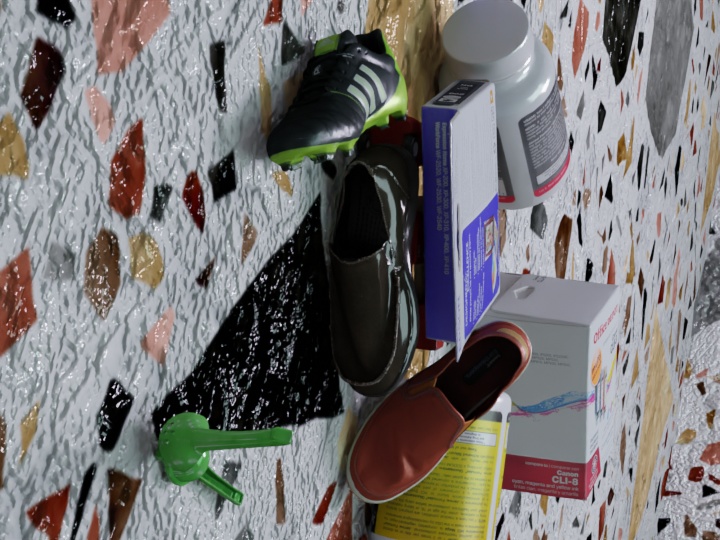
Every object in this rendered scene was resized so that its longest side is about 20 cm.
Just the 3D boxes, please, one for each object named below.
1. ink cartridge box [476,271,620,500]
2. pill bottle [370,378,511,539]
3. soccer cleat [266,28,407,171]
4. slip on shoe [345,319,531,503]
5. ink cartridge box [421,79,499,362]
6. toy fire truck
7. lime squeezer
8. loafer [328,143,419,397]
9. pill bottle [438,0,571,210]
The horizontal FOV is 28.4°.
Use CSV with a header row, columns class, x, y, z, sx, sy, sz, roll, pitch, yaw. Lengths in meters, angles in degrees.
class,x,y,z,sx,sy,sz,roll,pitch,yaw
ink cartridge box,0.195,0.119,1.540,0.145,0.144,0.201,-39,131,-61
pill bottle,0.069,0.202,1.277,0.112,0.112,0.201,20,77,-69
soccer cleat,-0.022,-0.126,1.028,0.200,0.067,0.081,-42,116,-62
slip on shoe,0.064,0.118,1.197,0.200,0.074,0.061,-42,178,0
ink cartridge box,0.080,-0.048,1.193,0.200,0.043,0.199,-47,137,-69
toy fire truck,0.038,-0.030,1.217,0.141,0.048,0.201,-4,98,-70
lime squeezer,-0.094,0.114,0.897,0.200,0.070,0.038,122,-33,-66
loafer,0.000,0.000,1.114,0.071,0.073,0.201,-2,93,-59
pill bottle,0.135,-0.158,1.348,0.200,0.110,0.111,68,35,-52
